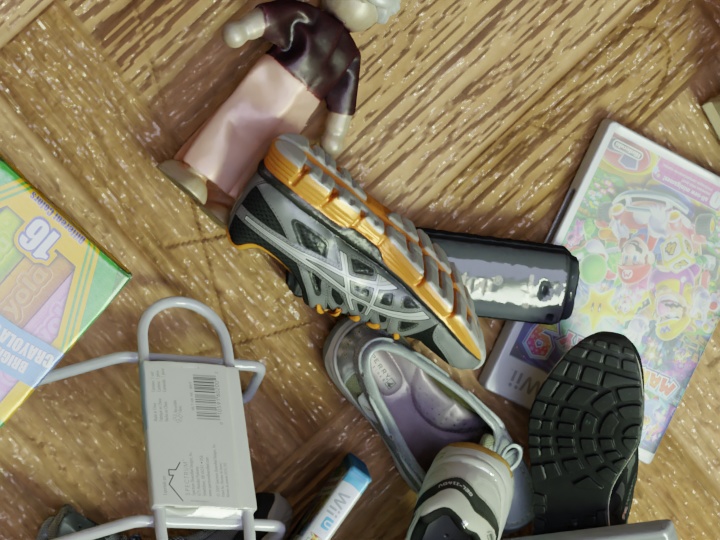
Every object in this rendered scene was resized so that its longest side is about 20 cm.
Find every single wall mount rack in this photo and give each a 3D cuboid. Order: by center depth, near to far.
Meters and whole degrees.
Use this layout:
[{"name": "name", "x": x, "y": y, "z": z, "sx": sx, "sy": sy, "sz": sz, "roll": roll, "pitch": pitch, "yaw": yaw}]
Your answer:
[{"name": "wall mount rack", "x": -0.138, "y": 0.117, "z": 1.395, "sx": 0.172, "sy": 0.075, "sz": 0.202, "roll": 4, "pitch": 57, "yaw": -21}]

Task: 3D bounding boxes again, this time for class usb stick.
[{"name": "usb stick", "x": 0.047, "y": 0.000, "z": 1.472, "sx": 0.198, "sy": 0.033, "sz": 0.056, "roll": 7, "pitch": 95, "yaw": -13}]

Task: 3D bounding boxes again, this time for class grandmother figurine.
[{"name": "grandmother figurine", "x": -0.045, "y": -0.125, "z": 1.419, "sx": 0.200, "sy": 0.060, "sz": 0.121, "roll": -51, "pitch": 138, "yaw": -6}]

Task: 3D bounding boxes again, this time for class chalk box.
[{"name": "chalk box", "x": -0.254, "y": 0.031, "z": 1.343, "sx": 0.124, "sy": 0.124, "sz": 0.200, "roll": 42, "pitch": 87, "yaw": -20}]

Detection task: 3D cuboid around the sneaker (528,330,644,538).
[{"name": "sneaker", "x": 0.155, "y": 0.126, "z": 1.510, "sx": 0.075, "sy": 0.088, "sz": 0.202, "roll": 14, "pitch": 113, "yaw": 15}]

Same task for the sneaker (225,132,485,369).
[{"name": "sneaker", "x": 0.000, "y": 0.000, "z": 1.413, "sx": 0.200, "sy": 0.078, "sz": 0.077, "roll": 41, "pitch": 106, "yaw": -16}]

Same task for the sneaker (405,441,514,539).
[{"name": "sneaker", "x": 0.049, "y": 0.213, "z": 1.457, "sx": 0.075, "sy": 0.088, "sz": 0.202, "roll": 11, "pitch": 118, "yaw": 14}]

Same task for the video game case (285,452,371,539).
[{"name": "video game case", "x": -0.058, "y": 0.206, "z": 1.430, "sx": 0.018, "sy": 0.143, "sz": 0.201, "roll": 35, "pitch": 88, "yaw": 0}]

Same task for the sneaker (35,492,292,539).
[{"name": "sneaker", "x": -0.140, "y": 0.183, "z": 1.434, "sx": 0.200, "sy": 0.075, "sz": 0.114, "roll": -40, "pitch": 96, "yaw": -22}]

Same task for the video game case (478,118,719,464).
[{"name": "video game case", "x": 0.184, "y": 0.016, "z": 1.537, "sx": 0.142, "sy": 0.018, "sz": 0.201, "roll": 25, "pitch": 92, "yaw": -21}]

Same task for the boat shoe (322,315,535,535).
[{"name": "boat shoe", "x": 0.054, "y": 0.110, "z": 1.486, "sx": 0.074, "sy": 0.065, "sz": 0.202, "roll": -42, "pitch": 114, "yaw": -6}]

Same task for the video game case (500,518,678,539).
[{"name": "video game case", "x": 0.138, "y": 0.263, "z": 1.506, "sx": 0.198, "sy": 0.022, "sz": 0.184, "roll": -10, "pitch": 107, "yaw": 25}]

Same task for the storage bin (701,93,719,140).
[{"name": "storage bin", "x": 0.369, "y": -0.088, "z": 1.528, "sx": 0.199, "sy": 0.094, "sz": 0.199, "roll": -37, "pitch": 109, "yaw": -14}]
